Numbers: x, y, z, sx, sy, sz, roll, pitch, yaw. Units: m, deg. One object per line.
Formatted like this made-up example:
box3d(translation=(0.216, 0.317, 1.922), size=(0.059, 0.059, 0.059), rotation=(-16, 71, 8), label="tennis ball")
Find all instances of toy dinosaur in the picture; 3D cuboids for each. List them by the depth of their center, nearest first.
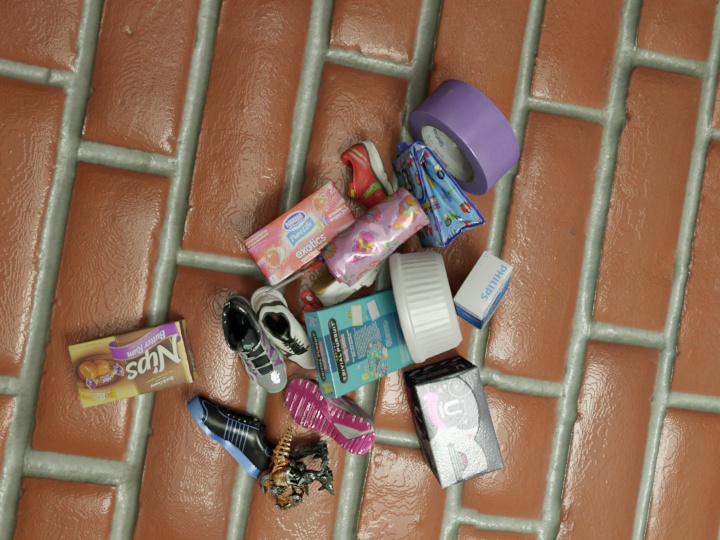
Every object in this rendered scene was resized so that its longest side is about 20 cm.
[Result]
box3d(translation=(-0.120, 0.370, 0.964), size=(0.134, 0.201, 0.103), rotation=(-6, 53, -10), label="toy dinosaur")

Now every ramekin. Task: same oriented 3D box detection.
box3d(translation=(0.120, 0.058, 0.948), size=(0.093, 0.202, 0.205), rotation=(-14, 92, 10), label="ramekin")

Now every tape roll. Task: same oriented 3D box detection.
box3d(translation=(0.186, -0.239, 0.960), size=(0.085, 0.200, 0.200), rotation=(-43, 95, -5), label="tape roll")

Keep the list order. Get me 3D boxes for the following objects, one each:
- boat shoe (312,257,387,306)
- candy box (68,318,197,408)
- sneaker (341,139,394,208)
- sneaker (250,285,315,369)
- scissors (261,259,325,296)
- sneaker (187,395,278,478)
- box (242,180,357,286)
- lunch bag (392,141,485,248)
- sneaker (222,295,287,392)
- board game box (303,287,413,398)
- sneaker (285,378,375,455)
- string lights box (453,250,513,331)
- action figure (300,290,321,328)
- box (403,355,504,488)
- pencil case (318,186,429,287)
box3d(translation=(0.000, 0.000, 1.014), size=(0.199, 0.071, 0.070), rotation=(-37, 121, -12), label="boat shoe")
box3d(translation=(-0.413, 0.169, 0.968), size=(0.198, 0.056, 0.118), rotation=(-12, 92, -5), label="candy box")
box3d(translation=(0.019, -0.148, 1.009), size=(0.084, 0.077, 0.202), rotation=(-21, 79, 1), label="sneaker")
box3d(translation=(-0.132, 0.123, 0.962), size=(0.073, 0.080, 0.201), rotation=(-35, 121, 2), label="sneaker")
box3d(translation=(-0.099, 0.002, 0.975), size=(0.199, 0.073, 0.014), rotation=(-35, 85, -20), label="scissors")
box3d(translation=(-0.232, 0.295, 0.987), size=(0.078, 0.070, 0.200), rotation=(-43, 102, -7), label="sneaker")
box3d(translation=(-0.109, -0.066, 0.980), size=(0.199, 0.095, 0.100), rotation=(-35, 94, -5), label="box")
box3d(translation=(0.127, -0.150, 0.978), size=(0.093, 0.151, 0.201), rotation=(-29, 94, -6), label="lunch bag")
box3d(translation=(-0.199, 0.142, 0.948), size=(0.077, 0.140, 0.201), rotation=(-30, 93, -4), label="sneaker")
box3d(translation=(0.001, 0.127, 0.968), size=(0.199, 0.047, 0.153), rotation=(-14, 92, -41), label="board game box")
box3d(translation=(-0.055, 0.275, 1.000), size=(0.199, 0.088, 0.082), rotation=(31, 89, 16), label="sneaker")
box3d(translation=(0.225, 0.044, 0.965), size=(0.059, 0.200, 0.103), rotation=(33, 86, 18), label="string lights box")
box3d(translation=(-0.059, 0.126, 0.990), size=(0.051, 0.065, 0.201), rotation=(-23, 105, 27), label="action figure")
box3d(translation=(0.174, 0.284, 1.007), size=(0.131, 0.115, 0.202), rotation=(-16, 92, -6), label="box")
box3d(translation=(0.024, -0.057, 0.923), size=(0.200, 0.087, 0.088), rotation=(-40, 95, 1), label="pencil case")
